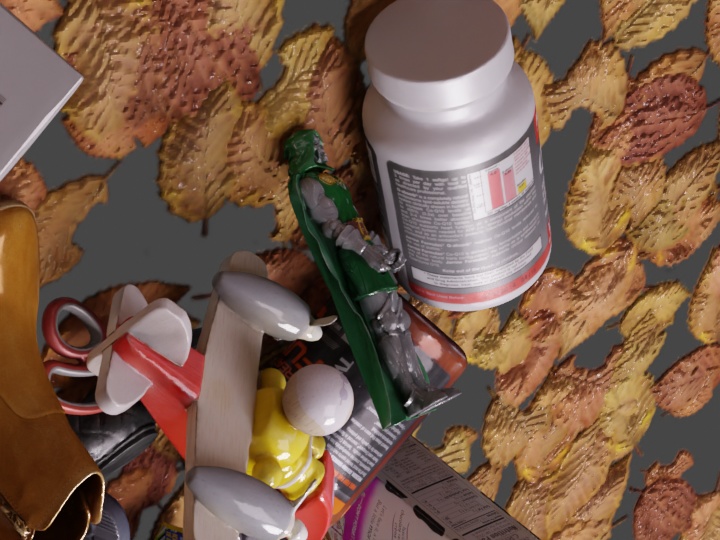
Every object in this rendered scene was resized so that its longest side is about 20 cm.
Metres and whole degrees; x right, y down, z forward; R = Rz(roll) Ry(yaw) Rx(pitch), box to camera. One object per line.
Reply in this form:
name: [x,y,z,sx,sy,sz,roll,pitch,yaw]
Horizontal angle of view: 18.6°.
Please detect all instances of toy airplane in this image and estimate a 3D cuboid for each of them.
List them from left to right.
toy airplane: [-0.075,0.083,1.370,0.141,0.201,0.199,-17,175,21]

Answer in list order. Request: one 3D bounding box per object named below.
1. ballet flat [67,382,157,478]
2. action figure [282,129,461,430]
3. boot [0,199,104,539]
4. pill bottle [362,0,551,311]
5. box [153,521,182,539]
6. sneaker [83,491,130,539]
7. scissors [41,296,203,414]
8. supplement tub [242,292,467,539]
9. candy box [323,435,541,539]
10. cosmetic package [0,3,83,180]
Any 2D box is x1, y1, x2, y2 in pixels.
ballet flat: [-0.221,0.132,1.400,0.200,0.057,0.067,-30,164,-20]
action figure: [0.000,0.000,1.421,0.055,0.201,0.118,-28,174,11]
boot: [-0.194,0.076,1.294,0.071,0.144,0.202,-6,122,-44]
pill bottle: [0.063,-0.079,1.462,0.116,0.116,0.201,-35,139,-22]
box: [-0.123,0.269,1.538,0.201,0.064,0.070,95,15,-46]
sneaker: [-0.183,0.194,1.443,0.082,0.070,0.200,-47,169,-44]
scissors: [-0.136,0.059,1.421,0.200,0.014,0.074,8,73,-51]
supplement tub: [-0.025,0.104,1.519,0.200,0.107,0.107,-50,142,-2]
candy box: [0.037,0.203,1.584,0.061,0.200,0.137,-18,131,-35]
cosmetic package: [-0.208,-0.083,1.110,0.085,0.200,0.108,40,85,-12]
